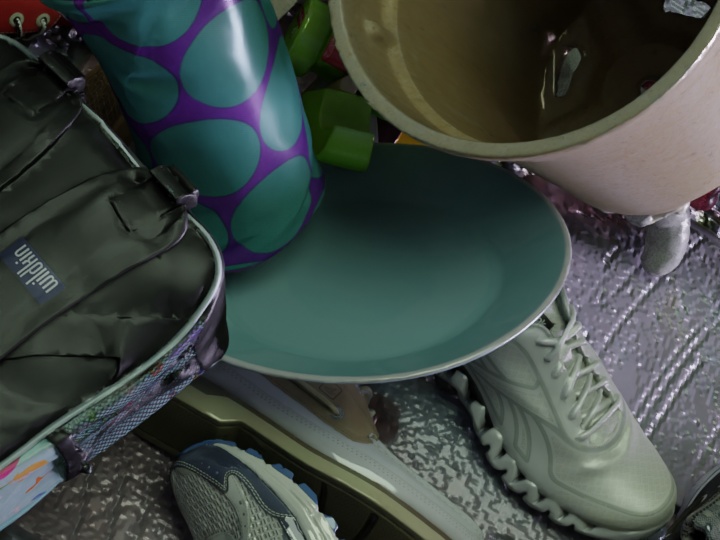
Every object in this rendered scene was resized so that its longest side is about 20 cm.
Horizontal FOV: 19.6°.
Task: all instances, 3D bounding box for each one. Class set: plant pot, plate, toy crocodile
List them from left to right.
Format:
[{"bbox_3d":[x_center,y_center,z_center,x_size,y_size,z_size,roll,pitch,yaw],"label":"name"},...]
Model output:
[{"bbox_3d":[0.000,0.000,0.984,0.200,0.026,0.200,-3,35,2],"label":"plate"},{"bbox_3d":[0.015,-0.142,1.043,0.067,0.062,0.200,27,78,-13],"label":"toy crocodile"},{"bbox_3d":[0.114,-0.117,0.992,0.183,0.200,0.201,34,38,-58],"label":"plant pot"}]

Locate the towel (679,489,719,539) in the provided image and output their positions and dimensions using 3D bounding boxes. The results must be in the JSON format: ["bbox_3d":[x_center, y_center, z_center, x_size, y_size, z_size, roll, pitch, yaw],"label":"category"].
[{"bbox_3d":[0.245,0.172,1.053,0.192,0.035,0.200,-30,106,-39],"label":"towel"}]

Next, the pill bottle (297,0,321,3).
[{"bbox_3d":[-0.037,-0.226,1.133,0.200,0.112,0.112,49,52,6],"label":"pill bottle"}]

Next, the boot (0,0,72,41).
[{"bbox_3d":[-0.183,-0.116,1.028,0.200,0.072,0.145,22,67,-23],"label":"boot"}]

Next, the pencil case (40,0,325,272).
[{"bbox_3d":[-0.078,-0.085,0.915,0.092,0.200,0.085,-9,53,8],"label":"pencil case"}]

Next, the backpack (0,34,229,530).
[{"bbox_3d":[-0.175,0.024,0.874,0.200,0.151,0.178,-39,75,-23],"label":"backpack"}]

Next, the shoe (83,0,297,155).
[{"bbox_3d":[-0.094,-0.091,1.020,0.053,0.070,0.200,42,81,-34],"label":"shoe"}]

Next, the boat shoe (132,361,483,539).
[{"bbox_3d":[-0.022,0.078,0.983,0.200,0.075,0.068,34,55,-3],"label":"boat shoe"}]

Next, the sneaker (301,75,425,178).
[{"bbox_3d":[0.050,-0.092,1.132,0.200,0.075,0.090,-31,87,-31],"label":"sneaker"}]

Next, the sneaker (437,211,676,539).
[{"bbox_3d":[0.091,0.053,1.056,0.200,0.081,0.075,47,50,3],"label":"sneaker"}]

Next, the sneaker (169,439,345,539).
[{"bbox_3d":[-0.040,0.168,0.923,0.085,0.077,0.200,-23,74,-31],"label":"sneaker"}]

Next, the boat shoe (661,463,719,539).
[{"bbox_3d":[0.181,0.146,1.055,0.200,0.066,0.070,-33,80,-37],"label":"boat shoe"}]

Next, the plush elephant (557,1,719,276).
[{"bbox_3d":[0.182,-0.069,1.143,0.200,0.155,0.165,53,0,-32],"label":"plush elephant"}]
